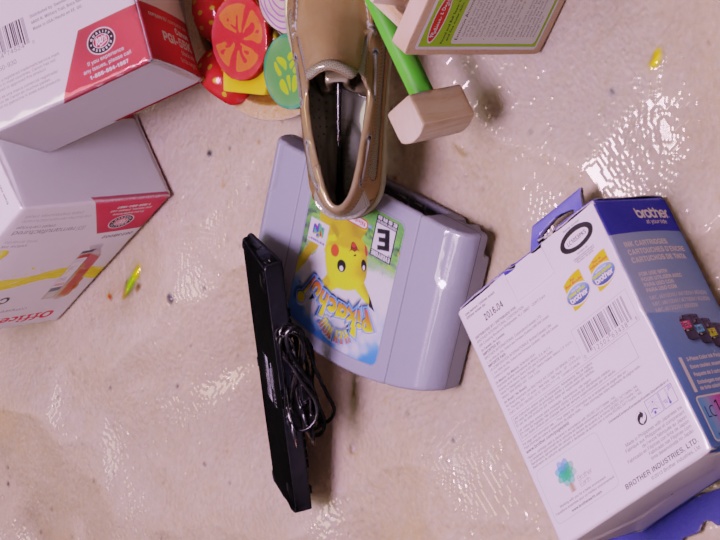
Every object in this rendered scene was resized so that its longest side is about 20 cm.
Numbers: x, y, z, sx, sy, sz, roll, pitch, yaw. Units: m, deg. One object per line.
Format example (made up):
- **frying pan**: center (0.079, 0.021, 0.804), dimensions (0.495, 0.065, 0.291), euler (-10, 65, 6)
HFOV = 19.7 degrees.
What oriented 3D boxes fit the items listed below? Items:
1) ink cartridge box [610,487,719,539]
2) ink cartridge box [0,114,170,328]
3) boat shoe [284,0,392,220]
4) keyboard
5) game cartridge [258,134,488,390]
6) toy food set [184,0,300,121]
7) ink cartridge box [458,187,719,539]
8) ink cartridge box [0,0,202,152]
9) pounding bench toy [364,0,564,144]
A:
- **ink cartridge box**: center (0.222, 0.232, 1.226), dimensions (0.197, 0.047, 0.201), euler (-29, 76, 44)
- **ink cartridge box**: center (-0.266, -0.034, 1.630), dimensions (0.200, 0.145, 0.084), euler (-43, 66, 41)
- **boat shoe**: center (-0.013, -0.134, 1.356), dimensions (0.071, 0.076, 0.201), euler (-8, 89, 8)
- **keyboard**: center (-0.045, 0.078, 1.465), dimensions (0.104, 0.040, 0.201), euler (-129, 29, -63)
- **game cartridge**: center (0.000, 0.000, 1.435), dimensions (0.200, 0.040, 0.134), euler (29, 119, 41)
- **toy food set**: center (-0.067, -0.206, 1.469), dimensions (0.198, 0.049, 0.201), euler (9, 101, 45)
- **ink cartridge box**: center (0.148, 0.047, 1.254), dimensions (0.136, 0.076, 0.200), euler (-41, 65, 39)
- **ink cartridge box**: center (-0.217, -0.208, 1.510), dimensions (0.146, 0.083, 0.201), euler (-22, 75, 21)
- **pounding bench toy**: center (0.034, -0.200, 1.309), dimensions (0.156, 0.124, 0.200), euler (45, 125, 33)
